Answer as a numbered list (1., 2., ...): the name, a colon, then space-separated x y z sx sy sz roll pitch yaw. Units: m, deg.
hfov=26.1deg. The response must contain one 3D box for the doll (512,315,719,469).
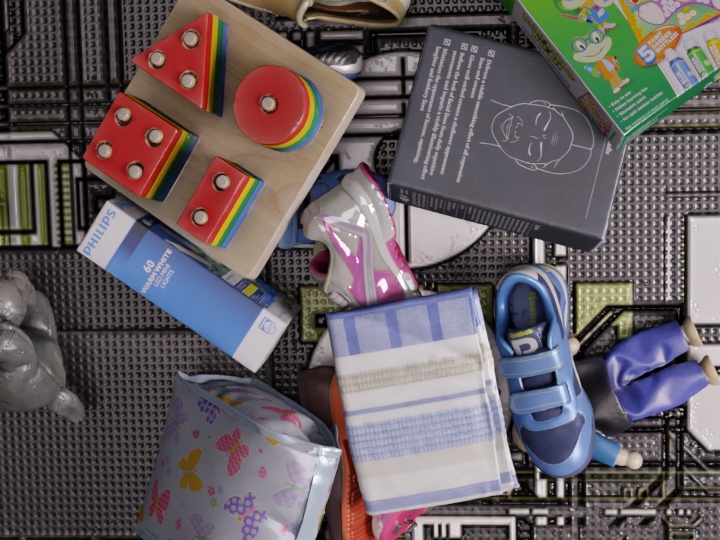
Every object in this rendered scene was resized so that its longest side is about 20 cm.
1. doll: 0.234 0.121 1.459 0.199 0.048 0.137 -25 79 10

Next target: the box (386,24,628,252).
1. box: 0.137 -0.116 1.398 0.198 0.107 0.150 15 85 4

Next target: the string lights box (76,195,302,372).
1. string lights box: -0.158 0.009 1.458 0.199 0.103 0.059 34 100 0

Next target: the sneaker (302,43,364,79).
1. sneaker: -0.082 -0.152 1.452 0.199 0.076 0.077 -22 101 17

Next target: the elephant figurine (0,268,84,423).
1. elephant figurine: -0.393 0.088 1.485 0.199 0.142 0.156 -20 67 8

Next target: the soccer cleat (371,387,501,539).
1. soccer cleat: 0.055 0.161 1.483 0.086 0.070 0.201 36 102 23

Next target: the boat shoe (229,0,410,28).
1. boat shoe: -0.054 -0.257 1.418 0.198 0.077 0.072 4 141 6

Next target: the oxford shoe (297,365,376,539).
1. oxford shoe: -0.022 0.188 1.496 0.072 0.071 0.202 2 99 32

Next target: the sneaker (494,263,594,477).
1. sneaker: 0.161 0.089 1.416 0.073 0.082 0.202 -15 77 18

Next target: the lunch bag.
1. lunch bag: -0.099 0.205 1.429 0.126 0.199 0.171 9 99 -39

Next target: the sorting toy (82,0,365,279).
1. sorting toy: -0.133 -0.130 1.383 0.199 0.070 0.200 34 97 18

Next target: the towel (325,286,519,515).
1. towel: 0.056 0.121 1.415 0.146 0.024 0.202 -11 102 5

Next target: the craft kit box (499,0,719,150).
1. craft kit box: 0.242 -0.240 1.344 0.199 0.049 0.198 -35 76 -9

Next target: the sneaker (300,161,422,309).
1. sneaker: 0.000 0.000 1.430 0.088 0.081 0.201 -22 119 -1

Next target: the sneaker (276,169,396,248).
1. sneaker: -0.065 -0.053 1.453 0.198 0.082 0.075 -6 95 4
